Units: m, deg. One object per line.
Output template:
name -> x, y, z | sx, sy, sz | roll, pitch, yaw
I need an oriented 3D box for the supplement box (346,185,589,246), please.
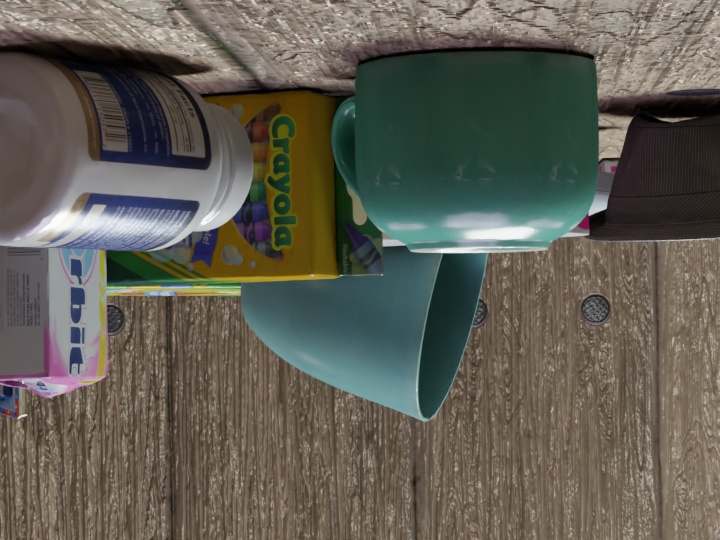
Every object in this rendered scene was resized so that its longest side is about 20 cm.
supplement box -> 0.051, -0.070, 1.633 | 0.199, 0.102, 0.103 | -2, 178, 31

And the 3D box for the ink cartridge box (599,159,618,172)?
ink cartridge box -> 0.291, -0.086, 2.323 | 0.118, 0.042, 0.200 | -1, 180, 0

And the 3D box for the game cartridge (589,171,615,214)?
game cartridge -> 0.111, -0.064, 1.943 | 0.133, 0.041, 0.199 | 9, 172, -40

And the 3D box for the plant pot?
plant pot -> 0.000, 0.000, 1.814 | 0.160, 0.202, 0.200 | 14, -178, 12

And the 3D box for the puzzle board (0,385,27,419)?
puzzle board -> -0.302, 0.003, 1.789 | 0.017, 0.202, 0.150 | -5, -169, -39

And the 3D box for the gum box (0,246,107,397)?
gum box -> -0.217, -0.016, 1.555 | 0.066, 0.202, 0.113 | -1, 177, 14

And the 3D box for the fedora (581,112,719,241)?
fedora -> 0.252, -0.075, 1.756 | 0.176, 0.091, 0.199 | -1, -175, 35

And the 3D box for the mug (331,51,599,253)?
mug -> 0.069, -0.069, 1.450 | 0.151, 0.116, 0.185 | -1, 178, -10

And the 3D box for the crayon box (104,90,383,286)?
crayon box -> -0.085, -0.056, 1.598 | 0.198, 0.127, 0.052 | -2, 177, 22

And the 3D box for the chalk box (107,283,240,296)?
chalk box -> -0.195, -0.040, 2.066 | 0.198, 0.125, 0.125 | -1, 178, -10

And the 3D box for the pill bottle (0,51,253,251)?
pill bottle -> -0.153, -0.068, 1.396 | 0.110, 0.112, 0.199 | -2, 178, 32
